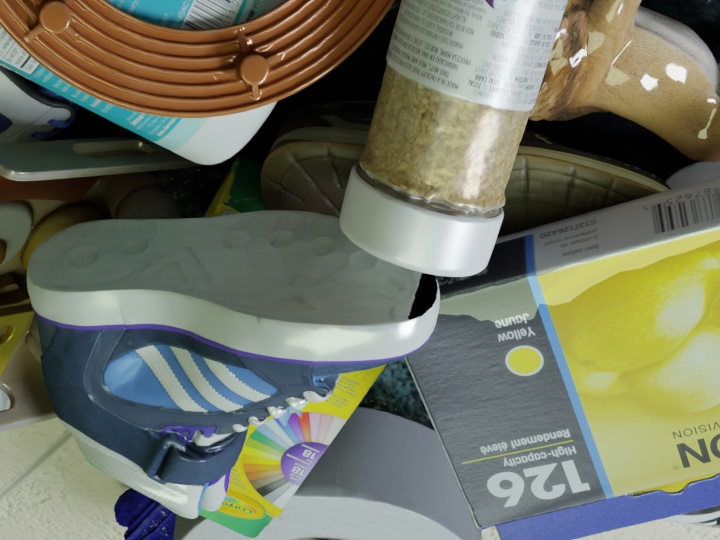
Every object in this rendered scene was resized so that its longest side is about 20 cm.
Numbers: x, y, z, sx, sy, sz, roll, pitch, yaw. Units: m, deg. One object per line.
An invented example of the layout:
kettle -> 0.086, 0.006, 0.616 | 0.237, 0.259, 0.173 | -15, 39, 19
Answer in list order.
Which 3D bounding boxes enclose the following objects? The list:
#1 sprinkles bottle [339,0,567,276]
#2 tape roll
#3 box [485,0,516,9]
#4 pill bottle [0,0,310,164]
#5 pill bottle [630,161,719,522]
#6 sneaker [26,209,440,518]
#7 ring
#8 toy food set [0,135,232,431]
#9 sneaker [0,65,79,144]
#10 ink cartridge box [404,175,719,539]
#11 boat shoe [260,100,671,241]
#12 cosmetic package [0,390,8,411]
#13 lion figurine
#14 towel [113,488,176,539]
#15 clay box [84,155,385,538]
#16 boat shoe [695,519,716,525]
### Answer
sprinkles bottle -> 0.048, -0.101, 0.610 | 0.067, 0.068, 0.202 | 13, 109, -8
tape roll -> -0.020, 0.169, 0.959 | 0.197, 0.067, 0.201 | 2, 141, 1
box -> 0.121, -0.187, 0.516 | 0.198, 0.039, 0.138 | -23, 140, -14
pill bottle -> -0.123, -0.134, 0.638 | 0.198, 0.112, 0.111 | 27, 137, -21
pill bottle -> 0.182, 0.039, 0.801 | 0.110, 0.112, 0.201 | 4, 140, 4
sneaker -> -0.053, 0.053, 0.698 | 0.197, 0.081, 0.148 | 4, 130, 16
ring -> -0.061, -0.157, 0.578 | 0.198, 0.019, 0.203 | -5, 108, -16
toy food set -> -0.159, 0.013, 0.757 | 0.143, 0.061, 0.201 | -12, 143, -50
sneaker -> -0.179, -0.073, 0.745 | 0.113, 0.081, 0.201 | -1, 139, 13
ink cartridge box -> 0.133, 0.060, 0.715 | 0.195, 0.047, 0.202 | -16, 121, 14
boat shoe -> 0.054, -0.048, 0.708 | 0.197, 0.065, 0.074 | 10, 134, -3
cosmetic package -> -0.295, 0.015, 0.871 | 0.197, 0.082, 0.113 | 15, 140, -8
lion figurine -> 0.134, -0.091, 0.676 | 0.198, 0.073, 0.123 | 27, 123, -12
towel -> -0.071, 0.154, 1.029 | 0.146, 0.050, 0.200 | 25, 137, -19
clay box -> -0.059, 0.048, 0.780 | 0.114, 0.048, 0.201 | 27, 127, -11
boat shoe -> 0.182, 0.113, 0.921 | 0.197, 0.076, 0.062 | -2, 139, 13
